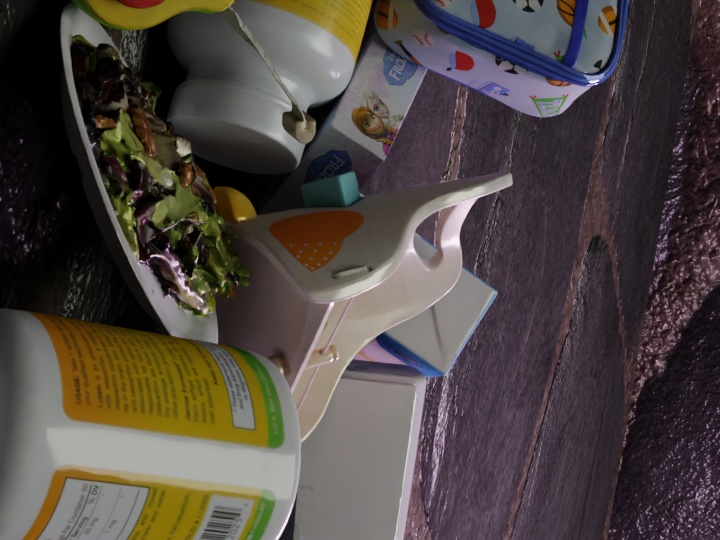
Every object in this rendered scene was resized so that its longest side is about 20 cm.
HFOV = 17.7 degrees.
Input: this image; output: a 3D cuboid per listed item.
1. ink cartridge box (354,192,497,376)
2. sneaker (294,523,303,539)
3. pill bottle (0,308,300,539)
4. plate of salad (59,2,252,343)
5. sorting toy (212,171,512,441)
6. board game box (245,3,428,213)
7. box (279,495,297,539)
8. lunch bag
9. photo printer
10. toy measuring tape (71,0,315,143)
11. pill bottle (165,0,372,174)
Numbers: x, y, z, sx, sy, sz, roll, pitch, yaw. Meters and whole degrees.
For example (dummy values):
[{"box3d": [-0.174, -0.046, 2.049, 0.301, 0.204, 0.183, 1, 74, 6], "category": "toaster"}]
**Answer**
[{"box3d": [-0.001, 0.014, 1.516, 0.068, 0.116, 0.200, -57, -170, -12], "category": "ink cartridge box"}, {"box3d": [-0.098, 0.230, 1.380, 0.201, 0.080, 0.070, -61, -173, 16], "category": "sneaker"}, {"box3d": [-0.136, 0.078, 1.049, 0.199, 0.111, 0.112, 11, 89, -36], "category": "pill bottle"}, {"box3d": [-0.105, -0.047, 1.194, 0.200, 0.048, 0.202, -20, 90, -83], "category": "plate of salad"}, {"box3d": [0.000, 0.000, 1.333, 0.179, 0.107, 0.200, -20, 157, -27], "category": "sorting toy"}, {"box3d": [-0.015, -0.091, 1.451, 0.200, 0.041, 0.201, -48, -167, 48], "category": "board game box"}, {"box3d": [-0.094, 0.140, 1.283, 0.200, 0.049, 0.163, -148, -118, -62], "category": "box"}, {"box3d": [0.096, -0.201, 1.395, 0.076, 0.159, 0.201, -41, -148, 58], "category": "lunch bag"}, {"box3d": [-0.053, 0.151, 1.438, 0.069, 0.165, 0.202, -117, -144, -80], "category": "photo printer"}, {"box3d": [-0.100, -0.130, 1.185, 0.201, 0.073, 0.074, 55, 40, -28], "category": "toy measuring tape"}, {"box3d": [-0.048, -0.164, 1.337, 0.112, 0.111, 0.202, 59, 44, -67], "category": "pill bottle"}]
